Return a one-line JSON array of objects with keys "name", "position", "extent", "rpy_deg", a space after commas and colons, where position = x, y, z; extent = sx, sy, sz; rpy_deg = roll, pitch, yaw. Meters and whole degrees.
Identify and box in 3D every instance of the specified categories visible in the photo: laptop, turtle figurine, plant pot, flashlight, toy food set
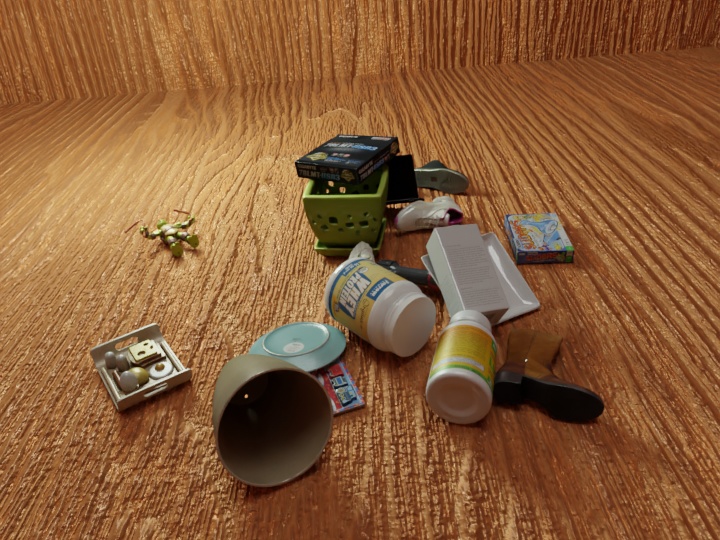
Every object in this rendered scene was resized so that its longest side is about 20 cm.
[{"name": "laptop", "position": [0.069, -0.240, 1.667], "extent": [0.184, 0.118, 0.200], "rpy_deg": [-3, 4, 14]}, {"name": "turtle figurine", "position": [-0.517, -0.095, 1.645], "extent": [0.198, 0.065, 0.161], "rpy_deg": [-19, 40, -38]}, {"name": "plant pot", "position": [-0.027, -0.147, 1.548], "extent": [0.196, 0.184, 0.200], "rpy_deg": [1, 32, 9]}, {"name": "plant pot", "position": [-0.166, 0.213, 0.998], "extent": [0.185, 0.190, 0.199], "rpy_deg": [-18, 20, -21]}, {"name": "flashlight", "position": [0.133, 0.010, 1.388], "extent": [0.197, 0.068, 0.069], "rpy_deg": [9, 60, 29]}, {"name": "toy food set", "position": [-0.428, 0.178, 1.184], "extent": [0.142, 0.061, 0.199], "rpy_deg": [-23, 36, -27]}]

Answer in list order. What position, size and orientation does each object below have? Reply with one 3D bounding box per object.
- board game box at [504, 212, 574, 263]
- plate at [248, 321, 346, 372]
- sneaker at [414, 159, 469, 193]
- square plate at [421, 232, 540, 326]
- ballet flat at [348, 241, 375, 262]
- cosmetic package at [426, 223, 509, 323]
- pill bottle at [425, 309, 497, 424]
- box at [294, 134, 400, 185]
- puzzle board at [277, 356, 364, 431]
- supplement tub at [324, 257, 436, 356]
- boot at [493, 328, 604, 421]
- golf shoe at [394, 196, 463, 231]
[{"name": "board game box", "position": [0.440, -0.083, 1.521], "extent": [0.133, 0.035, 0.201], "rpy_deg": [-2, 31, 4]}, {"name": "plate", "position": [-0.126, 0.143, 1.207], "extent": [0.196, 0.026, 0.201], "rpy_deg": [-5, 22, 2]}, {"name": "sneaker", "position": [0.255, -0.296, 1.859], "extent": [0.198, 0.076, 0.106], "rpy_deg": [16, 39, 33]}, {"name": "square plate", "position": [0.252, 0.028, 1.298], "extent": [0.195, 0.029, 0.202], "rpy_deg": [-18, 64, -21]}, {"name": "ballet flat", "position": [0.000, 0.000, 1.407], "extent": [0.071, 0.073, 0.201], "rpy_deg": [8, 41, 20]}, {"name": "cosmetic package", "position": [0.214, 0.010, 1.240], "extent": [0.100, 0.072, 0.203], "rpy_deg": [-6, 61, -16]}, {"name": "pill bottle", "position": [0.184, 0.161, 1.078], "extent": [0.109, 0.113, 0.201], "rpy_deg": [4, 32, 15]}, {"name": "box", "position": [-0.032, -0.286, 1.542], "extent": [0.198, 0.050, 0.198], "rpy_deg": [13, 40, 34]}, {"name": "puzzle board", "position": [-0.094, 0.205, 1.136], "extent": [0.148, 0.018, 0.200], "rpy_deg": [-14, 32, -15]}, {"name": "supplement tub", "position": [0.038, 0.071, 1.213], "extent": [0.143, 0.147, 0.199], "rpy_deg": [-27, 37, -32]}, {"name": "boot", "position": [0.343, 0.180, 1.097], "extent": [0.185, 0.070, 0.200], "rpy_deg": [1, 23, 25]}, {"name": "golf shoe", "position": [0.185, -0.143, 1.622], "extent": [0.197, 0.076, 0.092], "rpy_deg": [-19, 37, -21]}]
